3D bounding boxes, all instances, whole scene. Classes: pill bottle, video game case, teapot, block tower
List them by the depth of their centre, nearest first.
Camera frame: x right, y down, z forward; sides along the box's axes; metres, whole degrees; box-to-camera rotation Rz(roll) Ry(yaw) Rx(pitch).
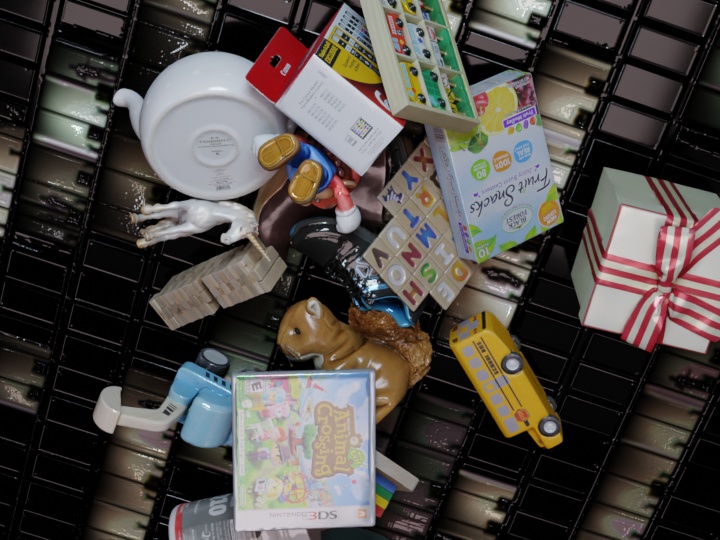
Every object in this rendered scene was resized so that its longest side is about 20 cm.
[{"bbox_3d":[-0.175,-0.197,1.471,0.199,0.147,0.197,29,125,-29],"label":"teapot"},{"bbox_3d":[-0.070,0.225,1.497,0.180,0.022,0.203,-1,97,-7],"label":"video game case"},{"bbox_3d":[-0.188,0.018,1.562,0.199,0.058,0.054,-22,114,38],"label":"block tower"},{"bbox_3d":[-0.163,0.372,1.708,0.198,0.114,0.115,-14,110,8],"label":"pill bottle"}]

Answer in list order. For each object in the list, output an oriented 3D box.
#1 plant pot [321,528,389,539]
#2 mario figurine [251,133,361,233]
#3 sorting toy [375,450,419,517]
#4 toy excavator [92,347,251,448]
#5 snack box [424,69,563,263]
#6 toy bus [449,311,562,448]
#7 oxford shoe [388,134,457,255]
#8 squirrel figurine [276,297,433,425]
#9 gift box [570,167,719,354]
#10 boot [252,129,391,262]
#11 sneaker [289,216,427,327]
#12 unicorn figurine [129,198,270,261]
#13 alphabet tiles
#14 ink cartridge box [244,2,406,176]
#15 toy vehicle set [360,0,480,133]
[{"bbox_3d":[-0.019,0.501,1.724,0.198,0.161,0.203,1,111,3],"label":"plant pot"},{"bbox_3d":[-0.063,-0.101,1.401,0.105,0.200,0.125,-8,88,15],"label":"mario figurine"},{"bbox_3d":[-0.047,0.256,1.607,0.198,0.200,0.070,35,74,-10],"label":"sorting toy"},{"bbox_3d":[-0.235,0.184,1.592,0.193,0.200,0.101,27,111,2],"label":"toy excavator"},{"bbox_3d":[0.167,-0.130,1.488,0.141,0.053,0.202,-24,112,-21],"label":"snack box"},{"bbox_3d":[0.202,0.155,1.625,0.078,0.065,0.201,-28,107,14],"label":"toy bus"},{"bbox_3d":[0.089,-0.089,1.545,0.084,0.073,0.202,-26,105,-14],"label":"oxford shoe"},{"bbox_3d":[-0.009,0.099,1.596,0.200,0.142,0.187,-41,90,-5],"label":"squirrel figurine"},{"bbox_3d":[0.380,-0.016,1.482,0.197,0.187,0.187,9,113,1],"label":"gift box"},{"bbox_3d":[-0.051,-0.076,1.530,0.164,0.072,0.202,13,105,16],"label":"boot"},{"bbox_3d":[0.000,0.000,1.493,0.198,0.083,0.073,24,147,-14],"label":"sneaker"},{"bbox_3d":[-0.211,-0.061,1.506,0.136,0.200,0.075,-10,109,-21],"label":"unicorn figurine"},{"bbox_3d":[0.092,-0.056,1.503,0.167,0.008,0.200,47,69,-19],"label":"alphabet tiles"},{"bbox_3d":[-0.027,-0.231,1.410,0.175,0.201,0.084,37,118,-11],"label":"ink cartridge box"},{"bbox_3d":[0.064,-0.261,1.388,0.026,0.123,0.202,-32,63,39],"label":"toy vehicle set"}]
